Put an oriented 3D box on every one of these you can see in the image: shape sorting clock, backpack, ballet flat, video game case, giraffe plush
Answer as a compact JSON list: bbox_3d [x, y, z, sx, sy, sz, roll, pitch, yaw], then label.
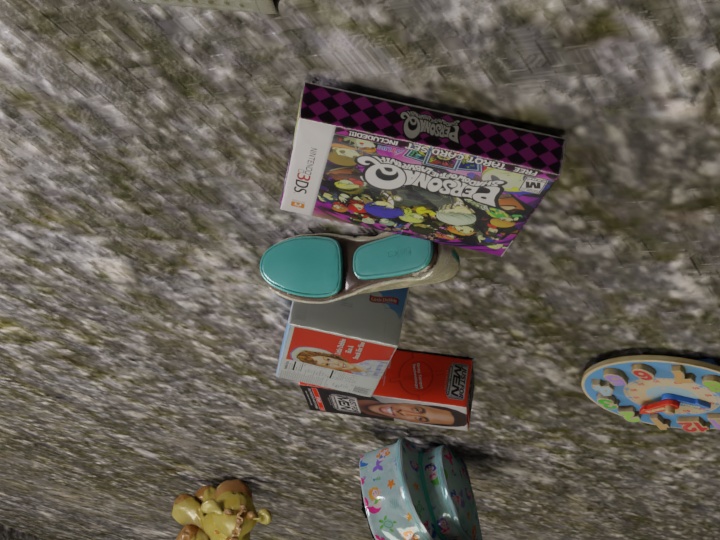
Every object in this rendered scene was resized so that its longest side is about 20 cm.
[{"bbox_3d":[0.343,0.139,1.405,0.197,0.040,0.200,9,159,3],"label":"shape sorting clock"},{"bbox_3d":[0.083,0.337,1.850,0.149,0.179,0.200,-25,144,21],"label":"backpack"},{"bbox_3d":[0.000,0.000,1.177,0.198,0.068,0.062,-3,166,31],"label":"ballet flat"},{"bbox_3d":[0.041,-0.074,1.002,0.198,0.036,0.181,12,160,-5],"label":"video game case"},{"bbox_3d":[-0.249,0.458,2.360,0.171,0.201,0.163,-13,145,-31],"label":"giraffe plush"}]

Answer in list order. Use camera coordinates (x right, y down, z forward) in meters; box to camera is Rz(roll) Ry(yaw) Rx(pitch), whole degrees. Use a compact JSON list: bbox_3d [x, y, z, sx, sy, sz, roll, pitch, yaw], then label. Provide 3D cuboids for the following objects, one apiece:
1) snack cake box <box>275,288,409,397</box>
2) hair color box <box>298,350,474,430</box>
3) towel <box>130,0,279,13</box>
[{"bbox_3d":[-0.024,0.068,1.356,0.114,0.068,0.200,13,159,-3],"label":"snack cake box"},{"bbox_3d":[0.033,0.136,1.512,0.197,0.062,0.102,6,158,9],"label":"hair color box"},{"bbox_3d":[-0.149,-0.220,0.737,0.198,0.035,0.193,8,156,12],"label":"towel"}]
